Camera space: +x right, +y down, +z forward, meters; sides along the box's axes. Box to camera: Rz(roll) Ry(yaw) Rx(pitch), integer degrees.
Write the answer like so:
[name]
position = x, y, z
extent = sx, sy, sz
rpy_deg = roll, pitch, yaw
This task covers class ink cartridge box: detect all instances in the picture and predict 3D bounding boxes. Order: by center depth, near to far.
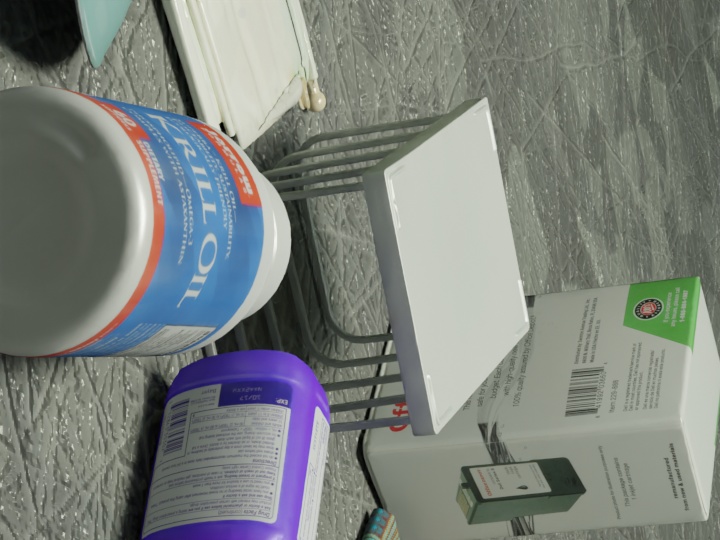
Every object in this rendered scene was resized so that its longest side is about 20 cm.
[ink cartridge box]
position = 0.115, 0.087, 1.531
extent = 0.146, 0.199, 0.084
rpy_deg = -73, 150, -51

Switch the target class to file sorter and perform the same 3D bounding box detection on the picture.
[file sorter]
position = 0.000, 0.000, 1.353
extent = 0.200, 0.124, 0.139
rpy_deg = -40, 120, -67

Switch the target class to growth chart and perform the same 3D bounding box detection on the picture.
[growth chart]
position = -0.067, -0.142, 1.389
extent = 0.200, 0.018, 0.145
rpy_deg = -41, 120, -67

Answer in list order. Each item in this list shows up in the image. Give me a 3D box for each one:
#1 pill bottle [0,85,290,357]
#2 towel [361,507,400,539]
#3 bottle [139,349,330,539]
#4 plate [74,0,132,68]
[pill bottle]
position = -0.104, -0.018, 1.089
extent = 0.200, 0.112, 0.113
rpy_deg = 2, 79, -70
[towel]
position = 0.014, 0.253, 1.437
extent = 0.200, 0.022, 0.147
rpy_deg = -69, 145, -55
[bottle]
position = -0.064, 0.133, 1.176
extent = 0.065, 0.083, 0.201
rpy_deg = 61, 27, -45
[plate]
position = -0.119, -0.195, 1.152
extent = 0.200, 0.025, 0.201
rpy_deg = 177, -90, -89
